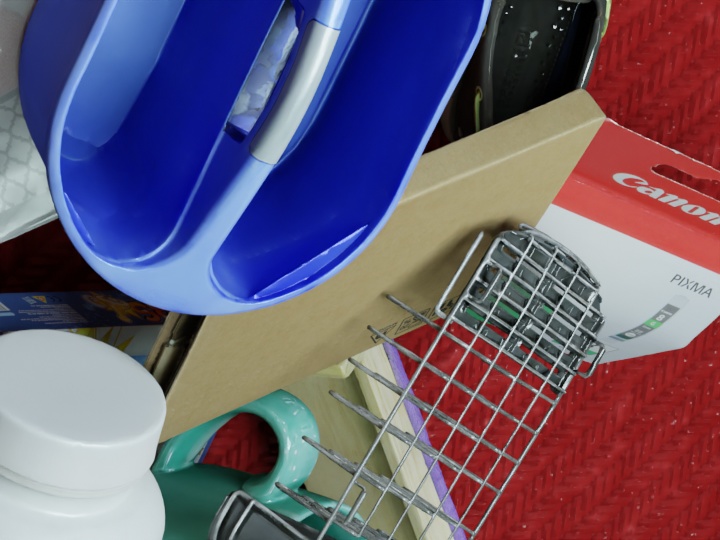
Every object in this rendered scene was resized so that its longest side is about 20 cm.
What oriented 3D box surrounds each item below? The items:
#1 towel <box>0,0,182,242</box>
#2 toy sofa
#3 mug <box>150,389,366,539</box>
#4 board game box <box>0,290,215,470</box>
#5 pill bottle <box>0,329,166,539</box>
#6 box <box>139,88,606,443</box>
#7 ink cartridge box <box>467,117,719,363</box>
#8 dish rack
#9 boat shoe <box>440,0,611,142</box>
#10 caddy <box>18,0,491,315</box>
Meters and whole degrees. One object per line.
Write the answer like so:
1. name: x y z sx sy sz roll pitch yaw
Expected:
1. towel: -0.132 -0.105 0.995 0.200 0.032 0.191 -27 122 -6
2. toy sofa: 0.010 0.087 1.332 0.098 0.083 0.200 -50 132 -39
3. mug: -0.072 0.156 1.287 0.185 0.114 0.152 -66 150 -16
4. board game box: -0.139 0.074 1.265 0.200 0.034 0.136 -2 123 -56
5. pill bottle: -0.149 0.130 1.153 0.113 0.113 0.200 6 121 -23
6. box: 0.000 0.000 1.160 0.200 0.021 0.164 -23 160 -28
7. ink cartridge box: 0.115 -0.008 1.288 0.161 0.200 0.050 21 73 -28
8. dish rack: 0.031 0.069 1.206 0.200 0.055 0.153 -58 151 -1
9. boat shoe: 0.091 -0.137 1.282 0.072 0.061 0.202 2 116 -22
10. caddy: -0.038 -0.081 0.964 0.141 0.105 0.200 17 108 -28
